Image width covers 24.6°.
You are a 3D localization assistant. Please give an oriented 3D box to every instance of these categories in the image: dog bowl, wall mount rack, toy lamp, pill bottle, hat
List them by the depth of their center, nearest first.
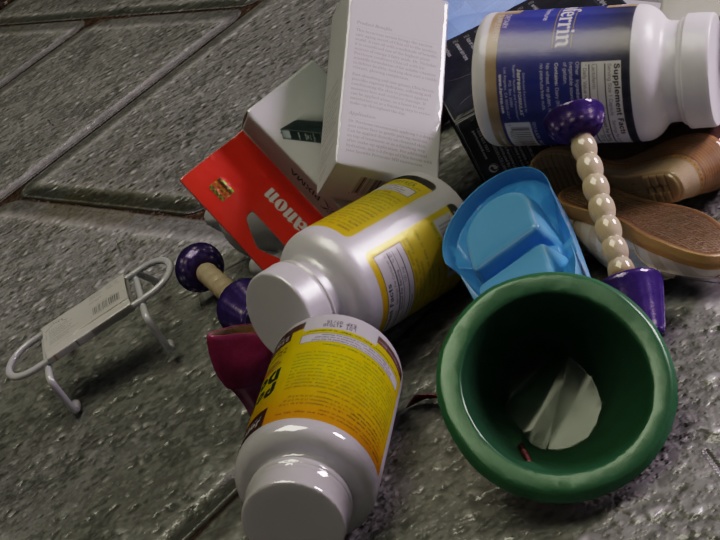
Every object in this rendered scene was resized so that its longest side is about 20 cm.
[{"bbox_3d":[0.142,0.107,1.230,0.165,0.176,0.201,-29,62,-6],"label":"hat"},{"bbox_3d":[-0.033,0.129,1.257,0.109,0.110,0.200,-18,27,20],"label":"pill bottle"},{"bbox_3d":[0.193,-0.037,1.286,0.058,0.058,0.201,-20,67,16],"label":"toy lamp"},{"bbox_3d":[0.132,0.000,1.347,0.111,0.050,0.201,-36,36,19],"label":"dog bowl"},{"bbox_3d":[0.202,-0.165,1.394,0.198,0.116,0.116,0,34,19],"label":"pill bottle"},{"bbox_3d":[0.000,0.000,1.416,0.111,0.112,0.199,1,24,47],"label":"pill bottle"},{"bbox_3d":[-0.130,0.022,1.605,0.058,0.058,0.200,-34,24,-13],"label":"toy lamp"},{"bbox_3d":[-0.259,0.057,1.667,0.199,0.075,0.174,-32,29,3],"label":"wall mount rack"}]

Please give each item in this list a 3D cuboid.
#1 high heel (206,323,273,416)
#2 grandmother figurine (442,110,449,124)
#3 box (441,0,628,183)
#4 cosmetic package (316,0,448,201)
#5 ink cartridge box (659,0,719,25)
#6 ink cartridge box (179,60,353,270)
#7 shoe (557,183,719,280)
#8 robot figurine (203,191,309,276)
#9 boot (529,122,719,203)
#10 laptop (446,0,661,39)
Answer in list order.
[{"bbox_3d":[-0.052,0.039,1.460,0.200,0.096,0.067,-41,28,-25],"label":"high heel"},{"bbox_3d":[0.076,-0.196,1.815,0.199,0.060,0.122,12,86,48],"label":"grandmother figurine"},{"bbox_3d":[0.181,-0.173,1.586,0.196,0.124,0.200,-28,26,5],"label":"box"},{"bbox_3d":[0.021,-0.163,1.547,0.071,0.101,0.201,127,152,-61],"label":"cosmetic package"},{"bbox_3d":[0.367,-0.209,1.455,0.117,0.199,0.068,-1,72,45],"label":"ink cartridge box"},{"bbox_3d":[-0.042,-0.074,1.558,0.173,0.200,0.044,-41,-6,-26],"label":"ink cartridge box"},{"bbox_3d":[0.234,-0.023,1.349,0.070,0.054,0.200,-16,23,-24],"label":"shoe"},{"bbox_3d":[-0.067,-0.073,1.665,0.199,0.113,0.171,-3,71,42],"label":"robot figurine"},{"bbox_3d":[0.266,-0.106,1.465,0.166,0.073,0.199,-33,23,-33],"label":"boot"},{"bbox_3d":[0.196,-0.292,1.804,0.187,0.116,0.200,-37,26,-16],"label":"laptop"}]
